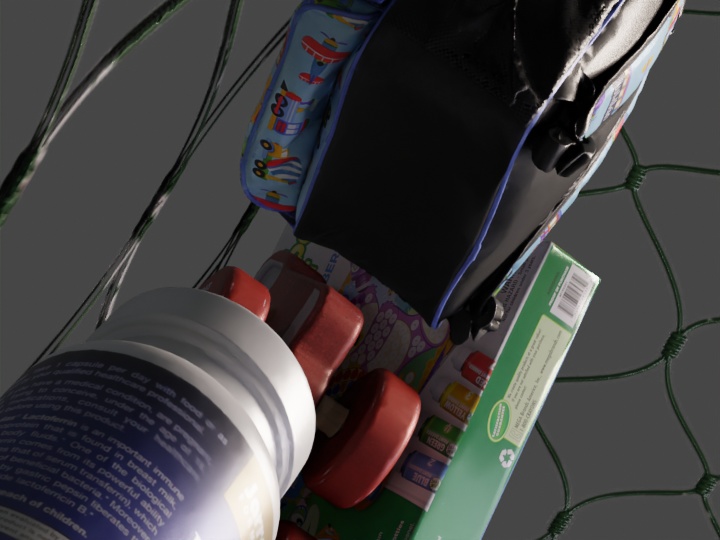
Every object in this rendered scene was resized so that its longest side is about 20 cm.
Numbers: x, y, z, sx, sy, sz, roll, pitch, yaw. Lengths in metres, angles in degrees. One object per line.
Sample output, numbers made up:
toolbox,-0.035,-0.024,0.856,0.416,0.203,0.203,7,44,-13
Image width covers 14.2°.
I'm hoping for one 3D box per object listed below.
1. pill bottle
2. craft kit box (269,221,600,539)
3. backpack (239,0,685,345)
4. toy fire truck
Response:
pill bottle,-0.097,0.096,1.027,0.200,0.115,0.116,-53,173,-50
craft kit box,0.000,0.069,1.409,0.197,0.048,0.201,10,-109,53
backpack,0.059,-0.101,1.235,0.200,0.134,0.183,-54,173,-32
toy fire truck,-0.068,0.086,1.367,0.201,0.112,0.168,-57,-167,-2
